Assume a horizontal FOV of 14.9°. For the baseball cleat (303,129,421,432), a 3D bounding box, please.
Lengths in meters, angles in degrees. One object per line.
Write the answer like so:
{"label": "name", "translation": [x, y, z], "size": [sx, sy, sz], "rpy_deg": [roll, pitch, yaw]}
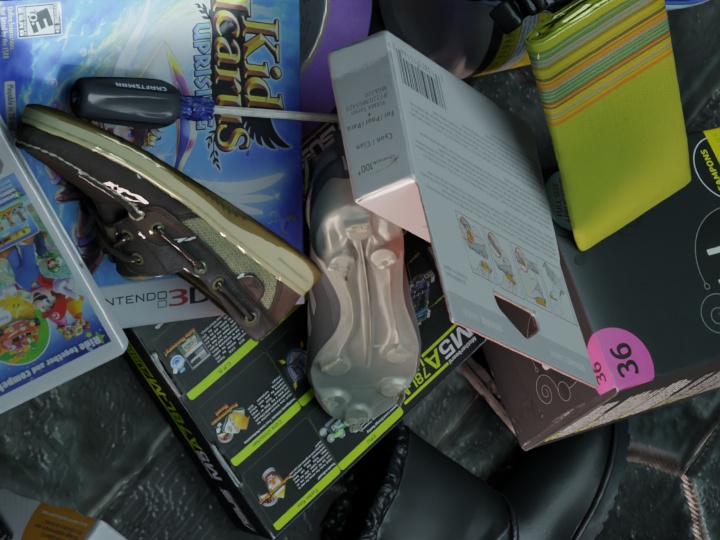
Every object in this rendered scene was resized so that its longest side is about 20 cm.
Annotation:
{"label": "baseball cleat", "translation": [0.000, 0.000, 1.624], "size": [0.070, 0.107, 0.200], "rpy_deg": [-2, 138, -6]}

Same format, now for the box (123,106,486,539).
{"label": "box", "translation": [-0.043, 0.028, 1.685], "size": [0.200, 0.047, 0.193], "rpy_deg": [-43, 116, -23]}

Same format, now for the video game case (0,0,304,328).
{"label": "video game case", "translation": [-0.123, -0.068, 1.553], "size": [0.181, 0.045, 0.200], "rpy_deg": [-8, 109, -22]}

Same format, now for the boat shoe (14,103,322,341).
{"label": "boat shoe", "translation": [-0.110, -0.022, 1.507], "size": [0.201, 0.072, 0.066], "rpy_deg": [31, 88, -32]}

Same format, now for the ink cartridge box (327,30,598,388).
{"label": "ink cartridge box", "translation": [0.059, -0.025, 1.567], "size": [0.200, 0.045, 0.176], "rpy_deg": [26, 48, -59]}

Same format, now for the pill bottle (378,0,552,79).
{"label": "pill bottle", "translation": [0.119, -0.189, 1.734], "size": [0.200, 0.111, 0.111], "rpy_deg": [-14, 101, -31]}

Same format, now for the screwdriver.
{"label": "screwdriver", "translation": [-0.067, -0.088, 1.530], "size": [0.200, 0.029, 0.028], "rpy_deg": [4, 104, -25]}

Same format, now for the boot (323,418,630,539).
{"label": "boot", "translation": [0.073, 0.142, 1.759], "size": [0.162, 0.073, 0.198], "rpy_deg": [30, 76, -25]}

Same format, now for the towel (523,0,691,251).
{"label": "towel", "translation": [0.145, -0.093, 1.590], "size": [0.086, 0.018, 0.200], "rpy_deg": [-31, 144, -9]}

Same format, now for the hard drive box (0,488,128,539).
{"label": "hard drive box", "translation": [-0.207, 0.229, 1.527], "size": [0.077, 0.156, 0.200], "rpy_deg": [41, 71, -28]}

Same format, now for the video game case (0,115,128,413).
{"label": "video game case", "translation": [-0.237, -0.012, 1.509], "size": [0.143, 0.018, 0.200], "rpy_deg": [-26, 103, 11]}

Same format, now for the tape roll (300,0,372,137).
{"label": "tape roll", "translation": [-0.093, -0.165, 1.626], "size": [0.200, 0.066, 0.200], "rpy_deg": [-4, 97, -33]}

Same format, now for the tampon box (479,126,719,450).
{"label": "tampon box", "translation": [0.184, 0.006, 1.754], "size": [0.200, 0.126, 0.150], "rpy_deg": [-15, 76, -31]}

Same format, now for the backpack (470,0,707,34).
{"label": "backpack", "translation": [0.137, -0.230, 1.599], "size": [0.190, 0.154, 0.200], "rpy_deg": [6, 94, -26]}
